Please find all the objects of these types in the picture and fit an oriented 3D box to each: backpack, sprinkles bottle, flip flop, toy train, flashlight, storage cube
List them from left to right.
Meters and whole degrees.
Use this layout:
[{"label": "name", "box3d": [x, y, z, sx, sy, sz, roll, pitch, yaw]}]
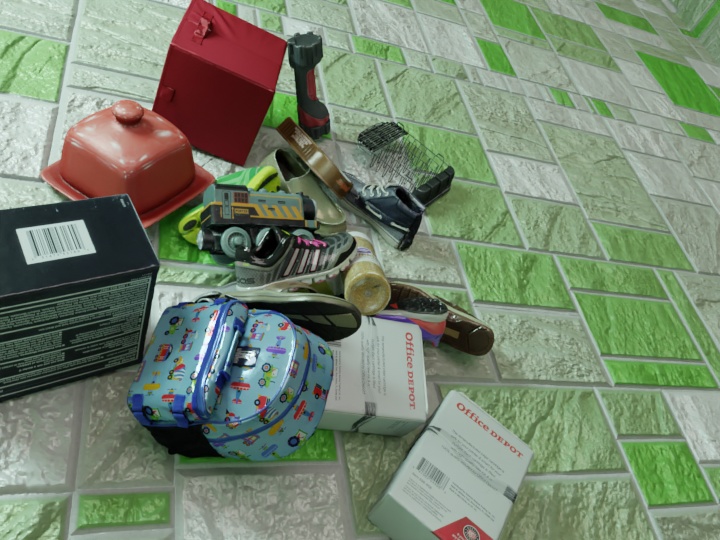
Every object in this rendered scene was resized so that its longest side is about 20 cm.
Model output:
[{"label": "storage cube", "box3d": [-0.245, -0.327, 1.096, 0.178, 0.200, 0.172, 21, 44, -18]}, {"label": "backpack", "box3d": [-0.139, 0.123, 0.731, 0.198, 0.135, 0.184, -2, 51, 25]}, {"label": "toy train", "box3d": [-0.149, -0.069, 0.951, 0.198, 0.085, 0.116, 0, 81, -29]}, {"label": "flip flop", "box3d": [-0.091, 0.044, 0.807, 0.198, 0.082, 0.058, 2, 47, 25]}, {"label": "flashlight", "box3d": [-0.090, -0.344, 1.180, 0.067, 0.201, 0.068, 22, 53, 16]}, {"label": "sprinkles bottle", "box3d": [0.000, 0.000, 0.967, 0.067, 0.069, 0.200, 17, 17, -13]}]

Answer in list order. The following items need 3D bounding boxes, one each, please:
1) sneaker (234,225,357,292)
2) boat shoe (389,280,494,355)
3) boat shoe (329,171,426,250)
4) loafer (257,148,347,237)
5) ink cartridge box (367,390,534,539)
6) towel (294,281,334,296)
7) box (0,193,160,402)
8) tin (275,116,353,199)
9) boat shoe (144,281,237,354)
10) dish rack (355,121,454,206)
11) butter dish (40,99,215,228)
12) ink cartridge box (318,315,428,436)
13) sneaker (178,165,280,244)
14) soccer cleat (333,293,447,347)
[{"label": "sneaker", "box3d": [-0.092, -0.026, 0.887, 0.198, 0.088, 0.074, -22, 23, -25]}, {"label": "boat shoe", "box3d": [0.122, 0.077, 1.035, 0.201, 0.075, 0.075, 29, 14, 5]}, {"label": "boat shoe", "box3d": [0.033, -0.135, 1.143, 0.199, 0.093, 0.075, 39, 45, 9]}, {"label": "loafer", "box3d": [-0.100, -0.135, 1.091, 0.199, 0.069, 0.076, 40, 46, 9]}, {"label": "ink cartridge box", "box3d": [0.125, 0.282, 0.835, 0.144, 0.084, 0.200, 37, 46, 8]}, {"label": "towel", "box3d": [-0.078, 0.039, 0.988, 0.085, 0.018, 0.201, -16, 61, -36]}, {"label": "box", "box3d": [-0.355, 0.033, 0.721, 0.198, 0.199, 0.124, -13, 56, -35]}, {"label": "tin", "box3d": [-0.081, -0.203, 1.125, 0.200, 0.042, 0.112, 50, 2, 36]}, {"label": "boat shoe", "box3d": [-0.210, 0.062, 0.863, 0.072, 0.069, 0.199, 45, 47, 14]}, {"label": "dish rack", "box3d": [0.087, -0.220, 1.276, 0.200, 0.055, 0.153, 41, 44, 13]}, {"label": "butter dish", "box3d": [-0.343, -0.182, 0.937, 0.198, 0.149, 0.200, 30, 45, 15]}, {"label": "ink cartridge box", "box3d": [-0.015, 0.142, 0.873, 0.198, 0.084, 0.148, 11, 57, -19]}, {"label": "sneaker", "box3d": [-0.215, -0.105, 1.018, 0.083, 0.075, 0.200, 16, 43, 37]}, {"label": "soccer cleat", "box3d": [0.034, 0.080, 0.966, 0.197, 0.074, 0.068, 3, 23, -6]}]
